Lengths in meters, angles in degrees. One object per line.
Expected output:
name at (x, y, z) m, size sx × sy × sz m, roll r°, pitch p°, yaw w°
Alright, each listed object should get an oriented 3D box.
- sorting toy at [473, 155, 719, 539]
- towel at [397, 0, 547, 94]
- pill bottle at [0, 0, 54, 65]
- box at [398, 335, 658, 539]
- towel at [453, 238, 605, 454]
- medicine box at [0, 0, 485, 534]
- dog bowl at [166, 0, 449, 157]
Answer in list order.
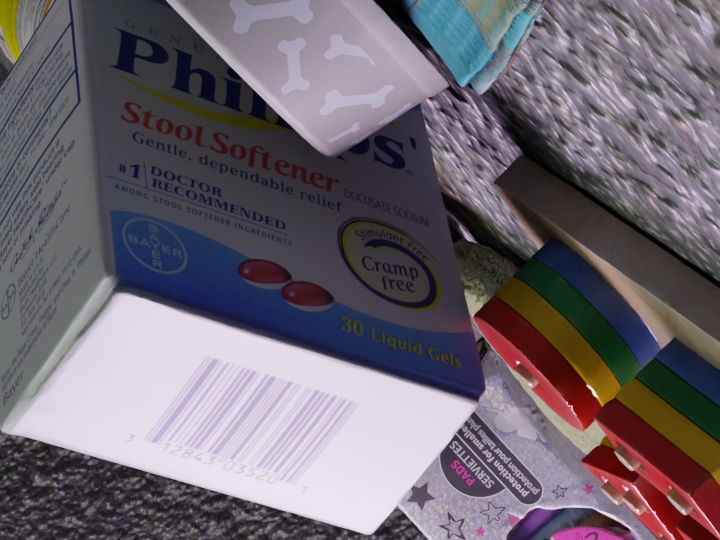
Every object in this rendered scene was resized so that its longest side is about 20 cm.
sorting toy at (0.139, 0.072, 1.082) m, size 0.200 × 0.070 × 0.199 m, roll 51°, pitch 173°, yaw -37°
towel at (0.007, -0.132, 0.894) m, size 0.147 × 0.022 × 0.200 m, roll 46°, pitch 174°, yaw 1°
pill bottle at (-0.145, -0.143, 1.494) m, size 0.109 × 0.109 × 0.200 m, roll 49°, pitch 174°, yaw -27°
box at (0.108, 0.145, 1.507) m, size 0.200 × 0.115 × 0.132 m, roll 46°, pitch -177°, yaw -1°
towel at (0.115, 0.057, 1.329) m, size 0.149 × 0.036 × 0.200 m, roll 50°, pitch 175°, yaw -26°
medicine box at (-0.060, -0.009, 1.116) m, size 0.181 × 0.103 × 0.201 m, roll 18°, pitch -141°, yaw -27°
dog bowl at (-0.053, -0.127, 1.044) m, size 0.200 × 0.059 × 0.200 m, roll 46°, pitch -178°, yaw -2°
